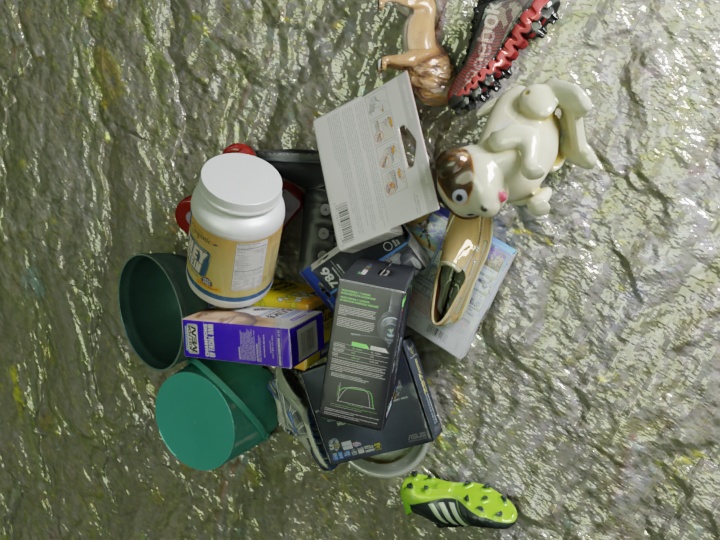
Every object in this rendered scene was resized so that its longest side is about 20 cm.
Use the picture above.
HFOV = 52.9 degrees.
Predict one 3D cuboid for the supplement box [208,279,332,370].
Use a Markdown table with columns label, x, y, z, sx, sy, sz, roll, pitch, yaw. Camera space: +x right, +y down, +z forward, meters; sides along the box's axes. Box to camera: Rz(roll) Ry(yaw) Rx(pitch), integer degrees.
| label | x | y | z | sx | sy | sz | roll | pitch | yaw |
| --- | --- | --- | --- | --- | --- | --- | --- | --- | --- |
| supplement box | -0.149 | 0.082 | 1.230 | 0.195 | 0.108 | 0.113 | 9 | 105 | 24 |

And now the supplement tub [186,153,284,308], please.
| label | x | y | z | sx | sy | sz | roll | pitch | yaw |
| --- | --- | --- | --- | --- | --- | --- | --- | --- | --- |
| supplement tub | -0.193 | -0.060 | 1.114 | 0.143 | 0.144 | 0.203 | 31 | 132 | 17 |

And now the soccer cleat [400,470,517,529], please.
| label | x | y | z | sx | sy | sz | roll | pitch | yaw |
| --- | --- | --- | --- | --- | --- | --- | --- | --- | --- |
| soccer cleat | 0.158 | 0.383 | 1.170 | 0.195 | 0.068 | 0.083 | 8 | 122 | 26 |

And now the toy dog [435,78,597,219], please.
| label | x | y | z | sx | sy | sz | roll | pitch | yaw |
| --- | --- | --- | --- | --- | --- | --- | --- | --- | --- |
| toy dog | 0.187 | -0.155 | 0.957 | 0.199 | 0.140 | 0.193 | -41 | 58 | -11 |

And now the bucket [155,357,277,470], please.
| label | x | y | z | sx | sy | sz | roll | pitch | yaw |
| --- | --- | --- | --- | --- | --- | --- | --- | --- | --- |
| bucket | -0.260 | 0.247 | 1.305 | 0.202 | 0.134 | 0.214 | 6 | 104 | 24 |

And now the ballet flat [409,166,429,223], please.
| label | x | y | z | sx | sy | sz | roll | pitch | yaw |
| --- | --- | --- | --- | --- | --- | --- | --- | --- | --- |
| ballet flat | 0.033 | -0.148 | 1.083 | 0.069 | 0.062 | 0.201 | -47 | 59 | 17 |

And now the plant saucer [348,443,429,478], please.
| label | x | y | z | sx | sy | sz | roll | pitch | yaw |
| --- | --- | --- | --- | --- | --- | --- | --- | --- | --- |
| plant saucer | 0.033 | 0.239 | 1.203 | 0.195 | 0.050 | 0.206 | 5 | 102 | 25 |

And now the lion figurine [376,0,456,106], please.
| label | x | y | z | sx | sy | sz | roll | pitch | yaw |
| --- | --- | --- | --- | --- | --- | --- | --- | --- | --- |
| lion figurine | 0.082 | -0.341 | 1.046 | 0.119 | 0.072 | 0.206 | -3 | 94 | -8 |

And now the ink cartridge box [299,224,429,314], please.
| label | x | y | z | sx | sy | sz | roll | pitch | yaw |
| --- | --- | --- | --- | --- | --- | --- | --- | --- | --- |
| ink cartridge box | 0.000 | 0.000 | 1.108 | 0.198 | 0.039 | 0.100 | -34 | 107 | 28 |

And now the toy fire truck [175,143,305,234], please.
| label | x | y | z | sx | sy | sz | roll | pitch | yaw |
| --- | --- | --- | --- | --- | --- | --- | --- | --- | --- |
| toy fire truck | -0.206 | -0.102 | 1.231 | 0.167 | 0.113 | 0.200 | 40 | 117 | -7 |

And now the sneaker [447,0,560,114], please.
| label | x | y | z | sx | sy | sz | roll | pitch | yaw |
| --- | --- | --- | --- | --- | --- | --- | --- | --- | --- |
| sneaker | 0.179 | -0.315 | 1.001 | 0.098 | 0.071 | 0.201 | 45 | 110 | 12 |

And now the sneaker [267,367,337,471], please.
| label | x | y | z | sx | sy | sz | roll | pitch | yaw |
| --- | --- | --- | --- | --- | --- | --- | --- | --- | --- |
| sneaker | -0.100 | 0.260 | 1.272 | 0.085 | 0.076 | 0.203 | -37 | 76 | 38 |

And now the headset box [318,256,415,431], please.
| label | x | y | z | sx | sy | sz | roll | pitch | yaw |
| --- | --- | --- | --- | --- | --- | --- | --- | --- | --- |
| headset box | 0.014 | 0.087 | 1.004 | 0.090 | 0.174 | 0.206 | 10 | 101 | 7 |

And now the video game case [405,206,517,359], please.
| label | x | y | z | sx | sy | sz | roll | pitch | yaw |
| --- | --- | --- | --- | --- | --- | --- | --- | --- | --- |
| video game case | 0.115 | 0.003 | 1.116 | 0.197 | 0.045 | 0.185 | 31 | 112 | 18 |

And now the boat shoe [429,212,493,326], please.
| label | x | y | z | sx | sy | sz | roll | pitch | yaw |
| --- | --- | --- | --- | --- | --- | --- | --- | --- | --- |
| boat shoe | 0.141 | -0.015 | 1.032 | 0.070 | 0.076 | 0.206 | 15 | 104 | 25 |

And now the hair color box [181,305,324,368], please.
| label | x | y | z | sx | sy | sz | roll | pitch | yaw |
| --- | --- | --- | --- | --- | --- | --- | --- | --- | --- |
| hair color box | -0.165 | 0.097 | 1.118 | 0.195 | 0.109 | 0.067 | 1 | 101 | 25 |

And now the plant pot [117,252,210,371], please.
| label | x | y | z | sx | sy | sz | roll | pitch | yaw |
| --- | --- | --- | --- | --- | --- | --- | --- | --- | --- |
| plant pot | -0.321 | 0.060 | 1.286 | 0.197 | 0.133 | 0.206 | 13 | 109 | 40 |

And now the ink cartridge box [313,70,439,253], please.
| label | x | y | z | sx | sy | sz | roll | pitch | yaw |
| --- | --- | --- | --- | --- | --- | --- | --- | --- | --- |
| ink cartridge box | 0.026 | -0.149 | 1.025 | 0.173 | 0.044 | 0.206 | -19 | 76 | 32 |

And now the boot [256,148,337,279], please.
| label | x | y | z | sx | sy | sz | roll | pitch | yaw |
| --- | --- | --- | --- | --- | --- | --- | --- | --- | --- |
| boot | -0.088 | -0.088 | 1.164 | 0.160 | 0.066 | 0.206 | 2 | 105 | -1 |

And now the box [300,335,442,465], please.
| label | x | y | z | sx | sy | sz | roll | pitch | yaw |
| --- | --- | --- | --- | --- | --- | --- | --- | --- | --- |
| box | 0.015 | 0.208 | 1.149 | 0.196 | 0.051 | 0.162 | -19 | 89 | 26 |
